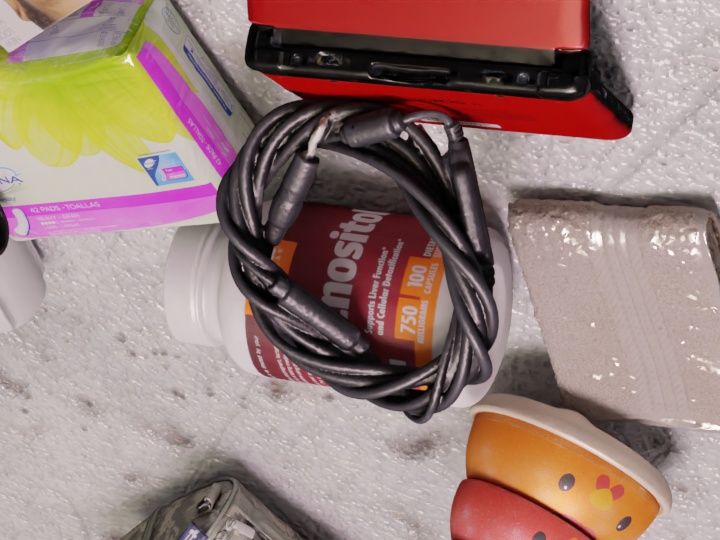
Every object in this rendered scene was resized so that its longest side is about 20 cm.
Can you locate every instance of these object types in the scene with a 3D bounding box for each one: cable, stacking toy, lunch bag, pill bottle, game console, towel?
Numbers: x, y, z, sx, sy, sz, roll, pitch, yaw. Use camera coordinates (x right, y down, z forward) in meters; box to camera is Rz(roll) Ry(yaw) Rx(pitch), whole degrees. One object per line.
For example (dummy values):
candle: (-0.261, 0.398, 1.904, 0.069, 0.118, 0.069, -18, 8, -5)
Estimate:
cable: (0.000, 0.000, 1.477, 0.163, 0.051, 0.200, -5, 112, 20)
stacking toy: (0.100, 0.193, 1.657, 0.146, 0.200, 0.146, 26, 167, 6)
lunch bag: (-0.083, 0.253, 1.922, 0.200, 0.139, 0.168, 38, 126, -20)
pill bottle: (-0.015, 0.017, 1.589, 0.200, 0.113, 0.113, 7, 142, 20)
game console: (0.045, -0.153, 1.421, 0.200, 0.119, 0.172, 7, 172, 22)
towel: (0.170, 0.032, 1.573, 0.132, 0.035, 0.200, 3, 140, 25)

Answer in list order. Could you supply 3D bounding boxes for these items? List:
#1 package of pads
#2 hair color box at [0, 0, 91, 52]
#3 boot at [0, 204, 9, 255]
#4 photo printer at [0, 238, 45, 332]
package of pads: (-0.174, -0.094, 1.575, 0.200, 0.068, 0.155, -5, 136, 33)
hair color box: (-0.231, -0.223, 1.447, 0.200, 0.065, 0.109, 40, 141, -24)
boot: (-0.316, -0.071, 1.591, 0.132, 0.070, 0.200, -24, 124, 36)
photo printer: (-0.319, -0.046, 1.717, 0.166, 0.070, 0.200, 2, 139, 27)
